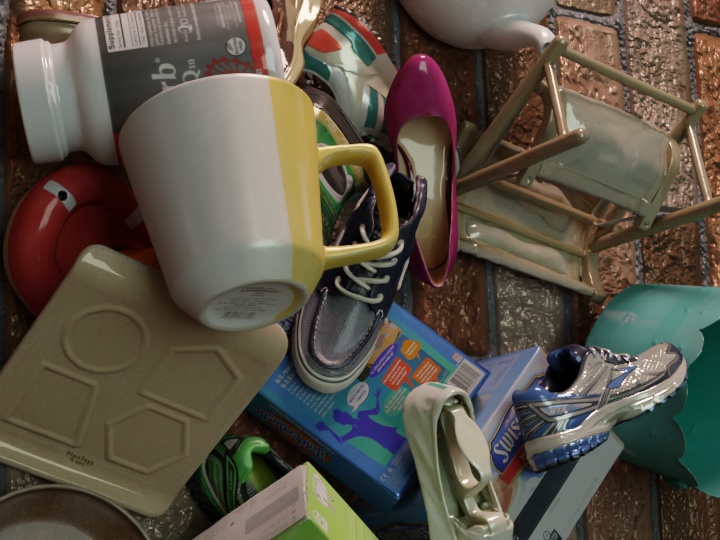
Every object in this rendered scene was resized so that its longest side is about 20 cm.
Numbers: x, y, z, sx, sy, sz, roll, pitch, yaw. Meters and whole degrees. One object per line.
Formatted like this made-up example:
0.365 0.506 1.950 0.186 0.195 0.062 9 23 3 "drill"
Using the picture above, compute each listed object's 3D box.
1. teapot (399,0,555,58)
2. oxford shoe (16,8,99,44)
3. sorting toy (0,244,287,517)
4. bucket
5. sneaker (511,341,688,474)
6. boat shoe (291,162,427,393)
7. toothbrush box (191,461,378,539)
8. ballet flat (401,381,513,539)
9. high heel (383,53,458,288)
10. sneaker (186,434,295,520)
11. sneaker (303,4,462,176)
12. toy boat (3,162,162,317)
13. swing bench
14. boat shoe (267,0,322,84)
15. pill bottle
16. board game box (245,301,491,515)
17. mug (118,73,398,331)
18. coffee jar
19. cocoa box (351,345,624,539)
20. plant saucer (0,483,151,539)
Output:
0.129 -0.318 1.564 0.200 0.146 0.198 45 59 -18 "teapot"
-0.197 -0.152 1.351 0.200 0.070 0.075 24 70 -29 "oxford shoe"
-0.182 0.087 1.268 0.185 0.200 0.037 25 23 -27 "sorting toy"
0.317 0.108 1.580 0.207 0.135 0.208 -10 105 -42 "bucket"
0.208 0.095 1.415 0.200 0.077 0.085 -27 89 -39 "sneaker"
0.000 0.000 1.366 0.074 0.093 0.200 20 57 -3 "boat shoe"
-0.038 0.277 1.305 0.200 0.145 0.086 51 14 -22 "toothbrush box"
0.087 0.185 1.316 0.069 0.069 0.201 -15 86 -36 "ballet flat"
0.064 -0.087 1.450 0.067 0.096 0.201 -10 120 -7 "high heel"
-0.061 0.220 1.356 0.200 0.085 0.078 51 57 -16 "sneaker"
0.008 -0.142 1.503 0.093 0.070 0.200 -42 113 -8 "sneaker"
-0.183 0.004 1.289 0.200 0.131 0.131 48 58 -17 "toy boat"
0.205 -0.089 1.551 0.198 0.200 0.130 19 49 -32 "swing bench"
-0.089 -0.193 1.414 0.072 0.072 0.200 35 43 -18 "boat shoe"
-0.163 -0.144 1.273 0.199 0.116 0.116 -10 85 -7 "pill bottle"
-0.012 0.088 1.395 0.200 0.045 0.152 37 59 6 "board game box"
-0.076 -0.047 1.202 0.149 0.186 0.154 55 19 -63 "mug"
-0.062 -0.063 1.384 0.104 0.085 0.200 56 37 -27 "coffee jar"
0.111 0.186 1.451 0.131 0.133 0.200 49 57 -15 "cocoa box"
-0.241 0.265 1.253 0.200 0.037 0.201 8 76 -32 "plant saucer"
